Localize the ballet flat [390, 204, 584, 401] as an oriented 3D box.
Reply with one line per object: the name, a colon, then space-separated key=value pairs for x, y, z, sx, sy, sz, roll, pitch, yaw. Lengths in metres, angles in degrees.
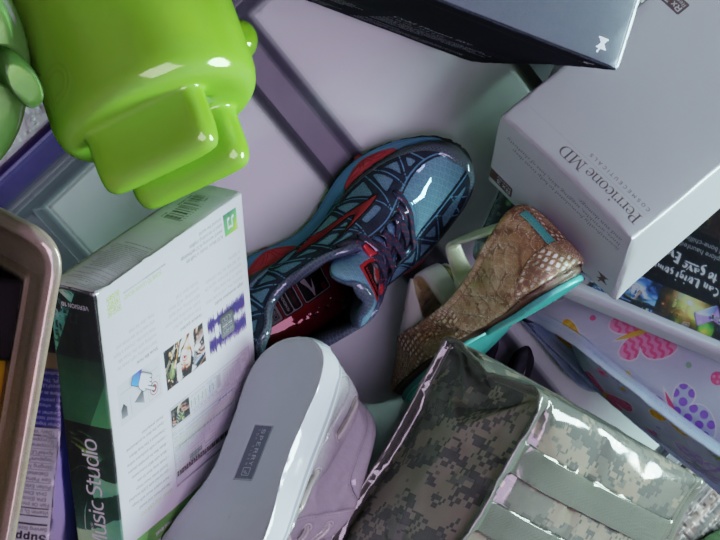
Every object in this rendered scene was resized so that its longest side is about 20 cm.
ballet flat: x=0.066 y=0.016 z=1.359 sx=0.070 sy=0.200 sz=0.065 roll=-23 pitch=79 yaw=-37

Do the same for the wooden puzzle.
wooden puzzle: x=-0.222 y=0.056 z=1.223 sx=0.037 sy=0.185 sz=0.201 roll=0 pitch=103 yaw=-33

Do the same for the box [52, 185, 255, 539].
box: x=-0.110 y=0.071 z=1.255 sx=0.144 sy=0.036 sz=0.201 roll=-38 pitch=131 yaw=-51

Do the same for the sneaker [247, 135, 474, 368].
sneaker: x=0.000 y=0.000 z=1.354 sx=0.200 sy=0.095 sz=0.079 roll=-41 pitch=117 yaw=-9

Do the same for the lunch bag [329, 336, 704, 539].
lunch bag: x=0.079 y=0.167 z=1.328 sx=0.164 sy=0.117 sz=0.201 roll=30 pitch=91 yaw=-38

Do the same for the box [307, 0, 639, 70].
box: x=0.037 y=-0.194 z=1.275 sx=0.199 sy=0.182 sz=0.105 roll=18 pitch=90 yaw=-25

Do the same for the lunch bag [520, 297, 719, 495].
lunch bag: x=0.221 y=0.025 z=1.435 sx=0.200 sy=0.127 sz=0.170 roll=37 pitch=81 yaw=6

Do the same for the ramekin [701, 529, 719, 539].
ramekin: x=0.287 y=0.265 z=1.533 sx=0.199 sy=0.098 sz=0.201 roll=-5 pitch=104 yaw=-22

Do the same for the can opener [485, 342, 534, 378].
can opener: x=0.058 y=0.134 z=1.429 sx=0.063 sy=0.079 sz=0.201 roll=33 pitch=78 yaw=-21

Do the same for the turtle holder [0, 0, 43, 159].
turtle holder: x=-0.266 y=-0.124 z=1.195 sx=0.185 sy=0.132 sz=0.141 roll=33 pitch=89 yaw=-25

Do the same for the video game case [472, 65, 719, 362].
video game case: x=0.194 y=-0.051 z=1.384 sx=0.199 sy=0.023 sz=0.182 roll=23 pitch=74 yaw=8

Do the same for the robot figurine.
robot figurine: x=-0.128 y=-0.139 z=1.233 sx=0.115 sy=0.175 sz=0.201 roll=-25 pitch=72 yaw=16

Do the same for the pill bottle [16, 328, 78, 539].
pill bottle: x=-0.180 y=0.116 z=1.296 sx=0.111 sy=0.112 sz=0.201 roll=1 pitch=101 yaw=-23

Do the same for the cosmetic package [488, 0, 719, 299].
cosmetic package: x=0.183 y=-0.092 z=1.328 sx=0.200 sy=0.081 sz=0.113 roll=-40 pitch=72 yaw=-22

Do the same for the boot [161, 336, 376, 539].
boot: x=-0.046 y=0.143 z=1.275 sx=0.096 sy=0.073 sz=0.201 roll=52 pitch=56 yaw=-44
